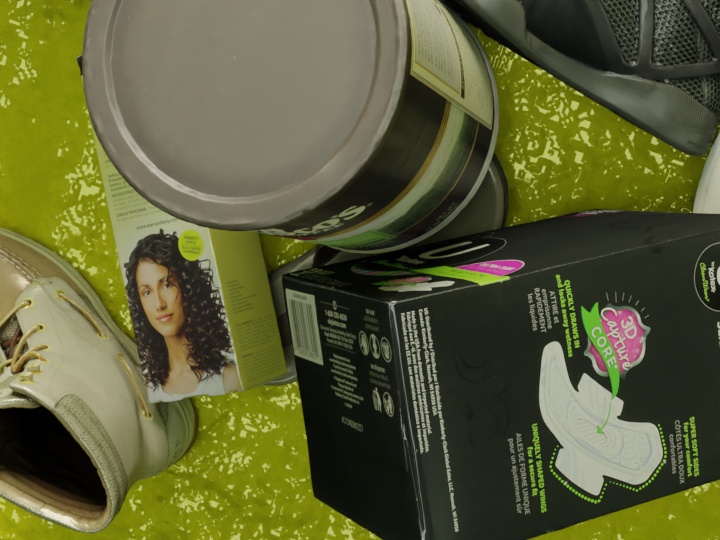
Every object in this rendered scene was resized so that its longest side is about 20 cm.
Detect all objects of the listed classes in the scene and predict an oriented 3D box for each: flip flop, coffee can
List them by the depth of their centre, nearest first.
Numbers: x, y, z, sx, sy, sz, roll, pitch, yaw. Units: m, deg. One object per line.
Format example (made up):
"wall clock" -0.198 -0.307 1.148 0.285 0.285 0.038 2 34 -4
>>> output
"coffee can" -0.022 -0.087 0.696 0.144 0.200 0.149 -1 88 17
"flip flop" 0.000 0.000 0.823 0.199 0.058 0.082 -35 89 16

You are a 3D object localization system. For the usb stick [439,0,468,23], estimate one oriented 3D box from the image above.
"usb stick" 0.044 -0.159 0.801 0.199 0.033 0.056 -32 86 14

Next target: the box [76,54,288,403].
"box" -0.100 -0.031 0.823 0.075 0.050 0.203 -11 92 32

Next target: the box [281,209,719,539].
"box" 0.082 0.047 0.731 0.198 0.148 0.126 -11 99 -22

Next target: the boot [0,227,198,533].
"boot" -0.190 0.054 0.818 0.200 0.155 0.072 42 104 1

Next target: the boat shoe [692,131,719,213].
"boat shoe" 0.220 0.005 0.783 0.072 0.060 0.205 13 102 46

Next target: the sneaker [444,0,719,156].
"sneaker" 0.121 -0.152 0.752 0.198 0.076 0.115 26 99 -14
